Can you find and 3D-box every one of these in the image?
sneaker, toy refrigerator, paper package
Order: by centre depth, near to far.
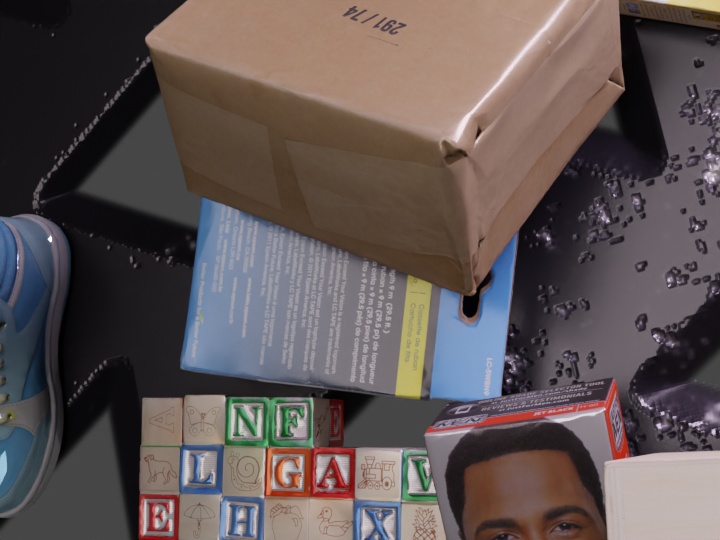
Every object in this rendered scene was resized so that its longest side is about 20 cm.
[{"bbox_3d":[0.171,0.124,0.631,0.075,0.200,0.071,-5,81,18],"label":"toy refrigerator"},{"bbox_3d":[0.018,-0.107,0.703,0.198,0.104,0.191,20,51,29],"label":"paper package"},{"bbox_3d":[-0.250,0.058,0.830,0.078,0.130,0.204,-1,83,18],"label":"sneaker"}]

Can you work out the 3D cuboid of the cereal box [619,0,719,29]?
[{"bbox_3d":[0.142,-0.230,0.770,0.197,0.039,0.146,13,87,21],"label":"cereal box"}]

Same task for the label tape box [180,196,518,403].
[{"bbox_3d":[0.000,0.000,0.780,0.197,0.063,0.147,6,85,16],"label":"label tape box"}]

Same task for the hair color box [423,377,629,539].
[{"bbox_3d":[0.105,0.168,0.695,0.100,0.061,0.203,-11,97,19],"label":"hair color box"}]

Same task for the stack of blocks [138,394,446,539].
[{"bbox_3d":[-0.033,0.135,0.779,0.197,0.058,0.117,-1,83,20],"label":"stack of blocks"}]
